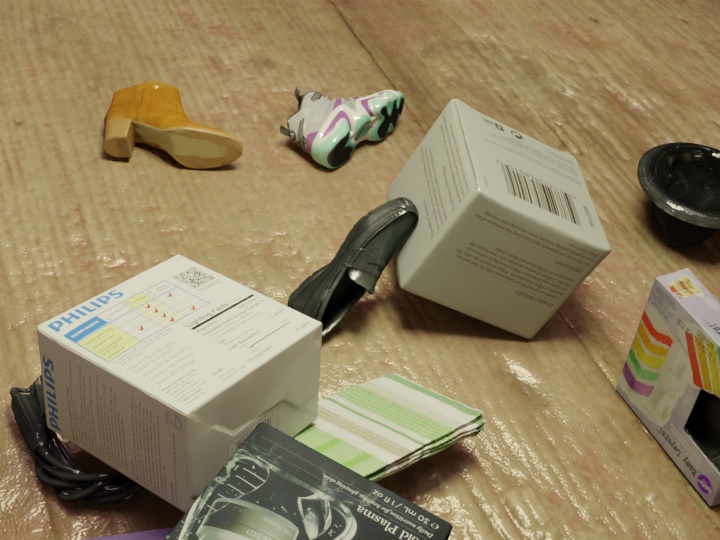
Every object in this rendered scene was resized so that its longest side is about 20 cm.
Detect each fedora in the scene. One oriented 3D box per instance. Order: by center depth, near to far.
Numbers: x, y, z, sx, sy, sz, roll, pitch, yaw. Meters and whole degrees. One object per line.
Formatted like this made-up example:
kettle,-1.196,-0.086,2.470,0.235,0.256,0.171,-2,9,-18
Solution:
fedora,0.473,-0.096,1.568,0.200,0.092,0.201,6,40,-5

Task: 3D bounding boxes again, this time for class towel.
towel,0.016,0.168,1.161,0.149,0.031,0.200,20,27,41

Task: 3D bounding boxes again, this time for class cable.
cable,-0.263,0.164,1.143,0.163,0.051,0.200,-14,43,-33

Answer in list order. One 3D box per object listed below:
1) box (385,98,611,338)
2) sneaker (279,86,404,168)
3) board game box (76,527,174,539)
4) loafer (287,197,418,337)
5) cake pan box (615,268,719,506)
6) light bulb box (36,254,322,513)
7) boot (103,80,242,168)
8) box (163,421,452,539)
box,0.162,-0.062,1.356,0.198,0.172,0.200,21,35,-23
sneaker,-0.036,-0.239,1.634,0.140,0.078,0.200,33,44,23
board game box,-0.230,0.315,0.959,0.199,0.057,0.166,-4,43,-17
loafer,0.000,0.000,1.301,0.068,0.201,0.070,36,10,-50
cake pan box,0.374,0.131,1.210,0.052,0.185,0.200,-14,46,-20
light bulb box,-0.175,0.103,1.085,0.200,0.125,0.198,24,35,29
boot,-0.262,-0.215,1.560,0.200,0.071,0.144,3,43,-2
box,-0.058,0.267,0.930,0.199,0.124,0.197,26,41,12
